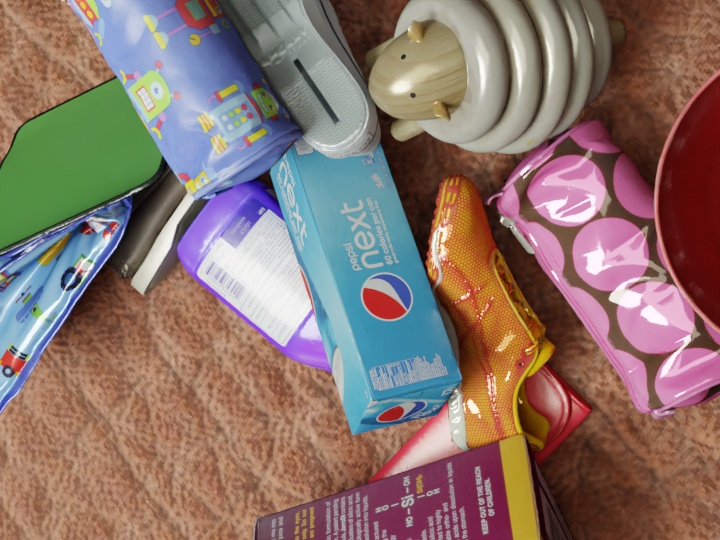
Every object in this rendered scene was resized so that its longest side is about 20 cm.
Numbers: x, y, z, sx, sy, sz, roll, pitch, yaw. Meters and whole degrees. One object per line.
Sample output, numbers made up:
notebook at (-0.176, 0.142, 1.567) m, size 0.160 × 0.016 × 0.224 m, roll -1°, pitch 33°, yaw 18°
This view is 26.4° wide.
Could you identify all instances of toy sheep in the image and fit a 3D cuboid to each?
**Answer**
toy sheep at (0.090, -0.137, 0.974) m, size 0.138 × 0.200 × 0.138 m, roll 32°, pitch 134°, yaw 42°

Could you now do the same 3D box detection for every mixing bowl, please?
mixing bowl at (0.284, -0.046, 0.954) m, size 0.200 × 0.108 × 0.201 m, roll 1°, pitch 96°, yaw 11°

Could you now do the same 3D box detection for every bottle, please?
bottle at (-0.031, 0.021, 1.072) m, size 0.200 × 0.065 × 0.084 m, roll 39°, pitch 101°, yaw 7°

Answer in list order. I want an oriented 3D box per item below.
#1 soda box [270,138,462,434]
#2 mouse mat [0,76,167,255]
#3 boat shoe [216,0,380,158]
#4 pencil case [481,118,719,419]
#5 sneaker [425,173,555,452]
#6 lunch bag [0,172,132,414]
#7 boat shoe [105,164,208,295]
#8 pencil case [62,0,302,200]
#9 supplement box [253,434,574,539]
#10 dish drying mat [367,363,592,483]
soda box at (0.000, 0.000, 1.006) m, size 0.064 × 0.068 × 0.200 m, roll -11°, pitch 68°, yaw -17°
mouse mat at (-0.190, -0.081, 1.046) m, size 0.161 × 0.200 × 0.008 m, roll -23°, pitch 120°, yaw 17°
boat shoe at (-0.052, -0.155, 0.995) m, size 0.073 × 0.067 × 0.200 m, roll -28°, pitch 80°, yaw 9°
pencil case at (0.171, 0.004, 1.006) m, size 0.094 × 0.091 × 0.200 m, roll -35°, pitch 87°, yaw -11°
sneaker at (0.088, 0.028, 1.017) m, size 0.077 × 0.073 × 0.200 m, roll -5°, pitch 114°, yaw 18°
lunch bag at (-0.221, -0.021, 1.072) m, size 0.200 × 0.151 × 0.094 m, roll -44°, pitch 115°, yaw 10°
boat shoe at (-0.122, -0.077, 1.084) m, size 0.059 × 0.072 × 0.200 m, roll 36°, pitch 110°, yaw 5°
pencil case at (-0.122, -0.137, 0.947) m, size 0.087 × 0.078 × 0.200 m, roll -36°, pitch 87°, yaw 37°
supplement box at (0.043, 0.213, 1.026) m, size 0.200 × 0.103 × 0.131 m, roll -19°, pitch 126°, yaw 12°
dish drying mat at (0.068, 0.140, 1.084) m, size 0.077 × 0.018 × 0.200 m, roll 45°, pitch 106°, yaw 7°
